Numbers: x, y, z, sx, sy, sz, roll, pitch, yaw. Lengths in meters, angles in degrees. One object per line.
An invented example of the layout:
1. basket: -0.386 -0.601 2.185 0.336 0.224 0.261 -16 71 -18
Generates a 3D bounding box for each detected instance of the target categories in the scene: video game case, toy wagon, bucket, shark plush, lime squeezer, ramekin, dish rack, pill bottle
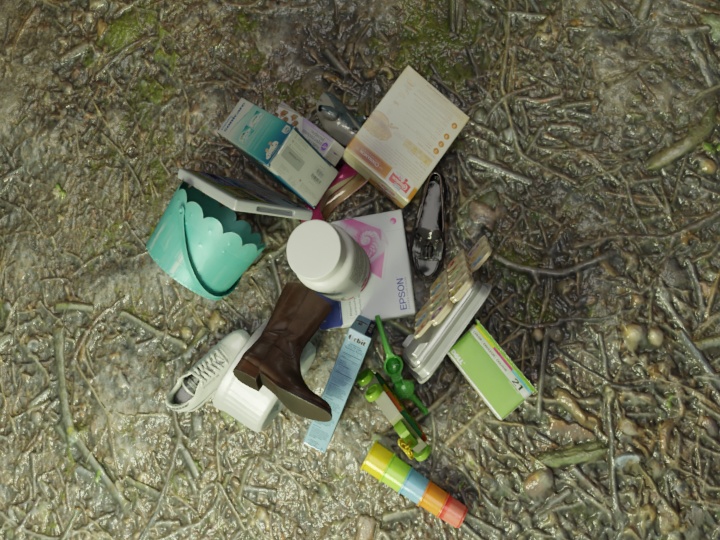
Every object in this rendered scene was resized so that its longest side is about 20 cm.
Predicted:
1. video game case: -0.212 -0.140 1.183 0.198 0.179 0.023 29 106 40
2. toy wagon: 0.064 0.249 1.081 0.039 0.200 0.156 -39 106 -2
3. bucket: -0.292 -0.052 1.209 0.206 0.207 0.136 40 97 15
4. shark plush: -0.007 -0.289 1.263 0.195 0.092 0.084 23 55 19
5. lime squeezer: 0.071 0.176 1.122 0.037 0.071 0.204 -23 99 32
6. ramekin: -0.164 0.186 1.144 0.097 0.200 0.203 34 88 8
7. dish rack: 0.138 0.091 1.110 0.043 0.172 0.202 37 88 -4
8. pill bottle: -0.053 -0.017 1.112 0.110 0.200 0.117 -2 80 12

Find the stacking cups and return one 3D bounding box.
1. stacking cups: 0.097 0.378 1.133 0.196 0.061 0.062 30 86 9

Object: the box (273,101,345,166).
1. box: -0.103 -0.268 1.248 0.039 0.041 0.200 -53 50 7

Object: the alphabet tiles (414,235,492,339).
1. alphabet tiles: 0.154 0.024 1.102 0.014 0.200 0.197 37 106 -5

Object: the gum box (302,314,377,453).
1. gum box: -0.031 0.188 1.109 0.043 0.170 0.205 23 95 4

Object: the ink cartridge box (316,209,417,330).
1. ink cartridge box: 0.000 0.000 1.221 0.193 0.043 0.203 -10 79 8

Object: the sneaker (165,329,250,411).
1. sneaker: -0.286 0.193 1.223 0.076 0.081 0.200 42 88 16

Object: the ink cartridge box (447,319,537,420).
1. ink cartridge box: 0.213 0.167 1.067 0.075 0.200 0.149 -39 75 1

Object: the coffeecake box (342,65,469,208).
1. coffeecake box: 0.083 -0.247 1.202 0.152 0.073 0.202 38 82 -2

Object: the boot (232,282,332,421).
1. boot: -0.085 0.122 1.043 0.182 0.065 0.202 26 55 10

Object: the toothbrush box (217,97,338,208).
1. toothbrush box: -0.155 -0.221 1.200 0.086 0.146 0.199 -53 47 -3

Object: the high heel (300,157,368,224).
1. high heel: -0.040 -0.139 1.234 0.094 0.068 0.203 18 66 24

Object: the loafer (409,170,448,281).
1. loafer: 0.128 -0.085 1.199 0.069 0.063 0.207 5 81 10
